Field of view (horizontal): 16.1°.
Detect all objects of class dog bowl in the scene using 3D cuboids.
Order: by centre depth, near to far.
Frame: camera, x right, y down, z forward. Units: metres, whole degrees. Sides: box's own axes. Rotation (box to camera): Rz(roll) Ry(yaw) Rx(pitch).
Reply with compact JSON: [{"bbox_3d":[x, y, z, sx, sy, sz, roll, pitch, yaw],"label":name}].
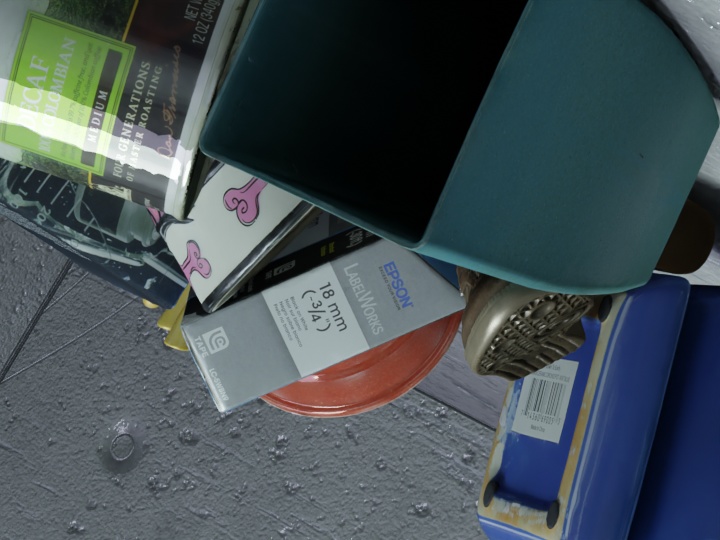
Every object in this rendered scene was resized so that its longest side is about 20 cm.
[{"bbox_3d":[-0.035,-0.071,1.383,0.074,0.200,0.200,46,174,1],"label":"dog bowl"}]

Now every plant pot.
[{"bbox_3d":[0.062,-0.070,1.145,0.141,0.141,0.200,26,-178,39],"label":"plant pot"},{"bbox_3d":[0.182,0.098,1.441,0.180,0.200,0.200,15,177,-16],"label":"plant pot"},{"bbox_3d":[-0.038,-0.020,1.877,0.201,0.201,0.195,28,165,25],"label":"plant pot"}]

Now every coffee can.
[{"bbox_3d":[-0.153,-0.123,1.185,0.200,0.147,0.146,18,174,0],"label":"coffee can"}]

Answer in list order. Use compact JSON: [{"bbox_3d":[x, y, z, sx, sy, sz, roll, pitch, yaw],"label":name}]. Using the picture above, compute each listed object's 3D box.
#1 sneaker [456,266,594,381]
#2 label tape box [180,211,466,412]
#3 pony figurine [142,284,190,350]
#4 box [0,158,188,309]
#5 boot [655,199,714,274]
[{"bbox_3d":[0.072,0.009,1.305,0.076,0.070,0.200,61,179,11],"label":"sneaker"},{"bbox_3d":[0.000,0.000,1.495,0.144,0.200,0.063,-92,-23,-76],"label":"label tape box"},{"bbox_3d":[-0.111,-0.035,2.211,0.166,0.200,0.193,21,-173,21],"label":"pony figurine"},{"bbox_3d":[-0.157,-0.117,1.511,0.197,0.200,0.124,35,173,-39],"label":"box"},{"bbox_3d":[0.087,-0.059,1.428,0.200,0.077,0.155,20,179,-39],"label":"boot"}]
